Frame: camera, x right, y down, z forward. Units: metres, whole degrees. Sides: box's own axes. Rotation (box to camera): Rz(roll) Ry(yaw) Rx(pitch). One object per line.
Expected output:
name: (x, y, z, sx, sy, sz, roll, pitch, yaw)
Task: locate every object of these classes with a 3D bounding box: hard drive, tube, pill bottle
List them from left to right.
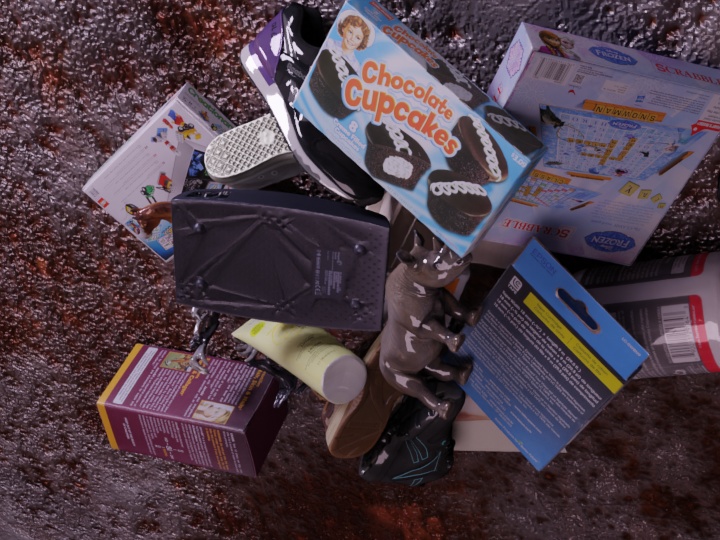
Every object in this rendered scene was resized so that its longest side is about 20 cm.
hard drive: (-0.072, -0.013, 1.101, 0.199, 0.042, 0.135, 7, 128, 5)
tube: (-0.063, 0.075, 1.207, 0.058, 0.200, 0.052, 5, 104, -30)
pill bottle: (0.258, 0.048, 1.135, 0.199, 0.111, 0.111, -8, 125, 30)

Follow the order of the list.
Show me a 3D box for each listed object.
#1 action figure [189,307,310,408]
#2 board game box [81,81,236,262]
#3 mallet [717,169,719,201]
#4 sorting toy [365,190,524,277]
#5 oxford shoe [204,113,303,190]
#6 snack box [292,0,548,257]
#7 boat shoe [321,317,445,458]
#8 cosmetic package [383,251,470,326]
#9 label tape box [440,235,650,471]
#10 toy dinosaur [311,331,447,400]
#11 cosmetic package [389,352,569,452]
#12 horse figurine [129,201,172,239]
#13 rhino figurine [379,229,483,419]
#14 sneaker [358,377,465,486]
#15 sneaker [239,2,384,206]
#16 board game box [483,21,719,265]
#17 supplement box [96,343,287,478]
action figure: (-0.135, 0.071, 1.345, 0.200, 0.102, 0.119, 45, 144, -18)
board game box: (-0.196, -0.099, 1.268, 0.126, 0.035, 0.200, 42, 133, -17)
mallet: (0.349, -0.136, 0.987, 0.066, 0.041, 0.201, 15, 129, 12)
sorting toy: (0.112, -0.075, 1.111, 0.179, 0.107, 0.200, 21, 130, -7)
oxford shoe: (-0.054, -0.126, 1.156, 0.199, 0.076, 0.058, -17, 159, 16)
snack box: (0.044, -0.119, 0.979, 0.200, 0.037, 0.116, 42, 131, 11)
boat shoe: (0.015, 0.096, 1.199, 0.072, 0.072, 0.201, 10, 122, -30)
cosmetic package: (0.000, 0.000, 1.196, 0.199, 0.071, 0.102, 8, 135, -9)
label tape box: (0.175, 0.068, 1.082, 0.144, 0.063, 0.200, 47, 137, 14)
toy dinosaur: (0.041, 0.084, 1.269, 0.199, 0.107, 0.060, -21, 162, 17)
cosmetic package: (0.127, 0.129, 1.274, 0.199, 0.104, 0.088, -4, 128, 26)
horse figurine: (-0.128, -0.038, 1.242, 0.199, 0.050, 0.133, -1, 147, 2)
rhino figurine: (0.060, 0.039, 1.072, 0.087, 0.060, 0.201, 23, 132, 22)
sneaker: (0.068, 0.166, 1.225, 0.079, 0.076, 0.200, 23, 143, -10)
sneaker: (-0.030, -0.153, 1.069, 0.088, 0.076, 0.200, -43, 72, 28)
board game box: (0.188, -0.100, 1.019, 0.199, 0.041, 0.200, 10, 132, -19)
supplement box: (-0.202, 0.169, 1.454, 0.199, 0.111, 0.086, 8, 132, 18)
